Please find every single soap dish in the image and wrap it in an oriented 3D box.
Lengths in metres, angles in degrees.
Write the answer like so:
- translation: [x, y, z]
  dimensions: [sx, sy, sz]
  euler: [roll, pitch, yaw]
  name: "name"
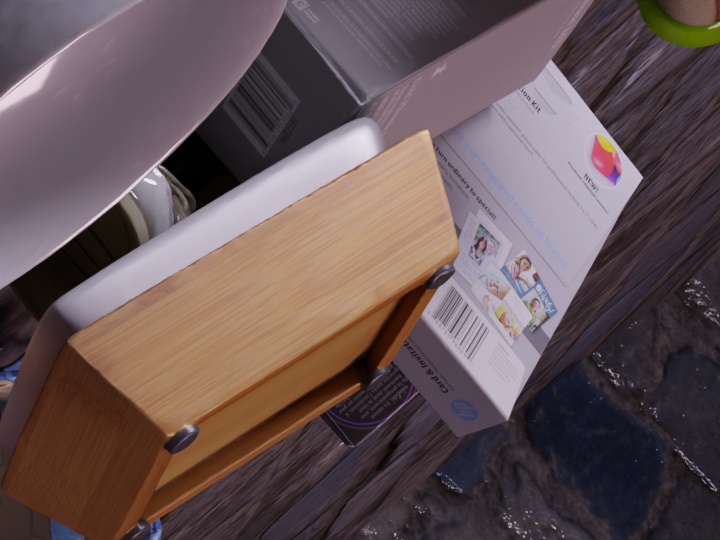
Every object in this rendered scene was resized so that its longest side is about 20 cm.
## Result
- translation: [-0.055, 0.031, 1.206]
  dimensions: [0.200, 0.081, 0.157]
  euler: [-31, 166, -29]
  name: "soap dish"

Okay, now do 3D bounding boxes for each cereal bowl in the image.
- translation: [-0.123, -0.070, 0.942]
  dimensions: [0.200, 0.083, 0.200]
  euler: [-39, 171, -7]
  name: "cereal bowl"

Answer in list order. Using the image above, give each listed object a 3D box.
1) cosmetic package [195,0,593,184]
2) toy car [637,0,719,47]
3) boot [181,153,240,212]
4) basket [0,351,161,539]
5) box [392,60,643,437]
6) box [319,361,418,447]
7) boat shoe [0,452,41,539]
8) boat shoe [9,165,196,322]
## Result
- translation: [0.021, -0.114, 1.311]
  dimensions: [0.200, 0.090, 0.107]
  euler: [-29, 163, -38]
  name: "cosmetic package"
- translation: [0.213, -0.206, 1.249]
  dimensions: [0.200, 0.158, 0.164]
  euler: [-15, 166, 2]
  name: "toy car"
- translation: [-0.073, -0.011, 1.367]
  dimensions: [0.146, 0.070, 0.200]
  euler: [-56, -170, 4]
  name: "boot"
- translation: [-0.165, 0.131, 1.365]
  dimensions: [0.139, 0.176, 0.200]
  euler: [-1, 175, -22]
  name: "basket"
- translation: [0.054, -0.039, 1.407]
  dimensions: [0.041, 0.156, 0.200]
  euler: [-22, -154, 44]
  name: "box"
- translation: [0.000, 0.000, 1.529]
  dimensions: [0.122, 0.106, 0.200]
  euler: [-41, -170, 5]
  name: "box"
- translation: [-0.185, 0.110, 1.635]
  dimensions: [0.072, 0.070, 0.201]
  euler: [-56, 175, -17]
  name: "boat shoe"
- translation: [-0.114, -0.026, 1.245]
  dimensions: [0.068, 0.075, 0.200]
  euler: [-38, -179, -20]
  name: "boat shoe"
